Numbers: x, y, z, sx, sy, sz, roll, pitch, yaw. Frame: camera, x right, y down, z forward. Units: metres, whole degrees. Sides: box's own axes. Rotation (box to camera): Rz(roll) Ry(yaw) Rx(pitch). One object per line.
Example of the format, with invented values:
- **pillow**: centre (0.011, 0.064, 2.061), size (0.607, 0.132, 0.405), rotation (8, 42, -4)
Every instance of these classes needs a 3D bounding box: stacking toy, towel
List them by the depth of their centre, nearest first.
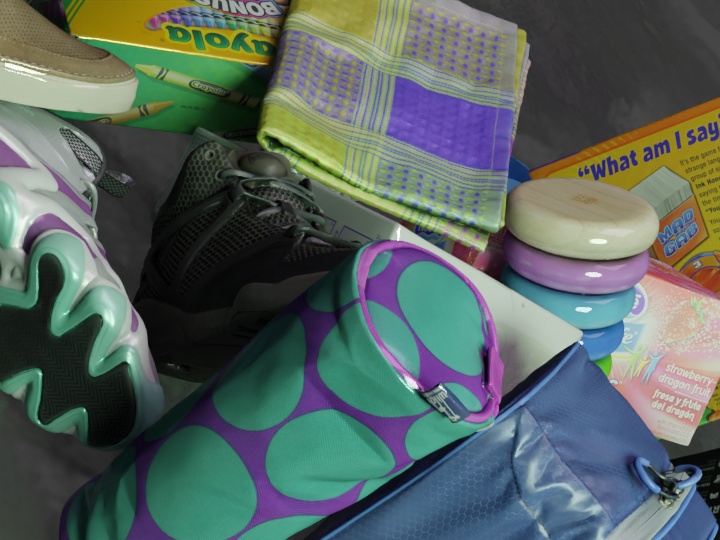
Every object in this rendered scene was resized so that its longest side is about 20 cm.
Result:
- **towel**: centre (0.022, -0.100, 1.025), size (0.143, 0.023, 0.200), rotation (23, 39, -7)
- **stacking toy**: centre (0.110, 0.054, 1.052), size (0.085, 0.200, 0.085), rotation (5, 22, -2)

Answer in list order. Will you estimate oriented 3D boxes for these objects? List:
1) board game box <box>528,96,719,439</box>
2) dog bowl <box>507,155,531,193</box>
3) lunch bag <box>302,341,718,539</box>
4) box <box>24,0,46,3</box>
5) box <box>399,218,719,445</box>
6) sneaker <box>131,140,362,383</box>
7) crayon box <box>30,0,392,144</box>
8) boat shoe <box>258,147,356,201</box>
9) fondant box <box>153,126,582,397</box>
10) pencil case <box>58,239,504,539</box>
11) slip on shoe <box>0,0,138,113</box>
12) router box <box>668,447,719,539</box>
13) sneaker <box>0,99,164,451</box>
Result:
- **board game box**: centre (0.261, -0.012, 1.312), size (0.200, 0.200, 0.200), rotation (70, 18, 4)
- **dog bowl**: centre (0.103, -0.005, 1.302), size (0.111, 0.050, 0.200), rotation (42, 25, -18)
- **lunch bag**: centre (0.071, 0.136, 0.872), size (0.132, 0.200, 0.136), rotation (54, 27, 2)
- **box**: centre (-0.155, -0.243, 1.006), size (0.200, 0.050, 0.198), rotation (55, 37, 9)
- **box**: centre (0.119, 0.025, 1.146), size (0.200, 0.095, 0.103), rotation (18, 10, -28)
- **sneaker**: centre (-0.038, -0.013, 0.869), size (0.076, 0.199, 0.114), rotation (17, 74, -34)
- **crayon box**: centre (-0.085, -0.134, 1.064), size (0.200, 0.058, 0.119), rotation (6, 43, -25)
- **boat shoe**: centre (-0.016, -0.075, 1.172), size (0.069, 0.071, 0.200), rotation (46, 24, -5)
- **fondant box**: centre (0.000, 0.000, 0.998), size (0.144, 0.058, 0.200), rotation (29, -2, -39)
- **pencil case**: centre (-0.033, 0.077, 0.778), size (0.092, 0.200, 0.085), rotation (43, 28, -15)
- **slip on shoe**: centre (-0.194, -0.125, 0.873), size (0.200, 0.061, 0.076), rotation (17, 10, -16)
- **router box**: centre (0.172, 0.171, 1.000), size (0.150, 0.200, 0.062), rotation (38, 55, -24)
- **sneaker**: centre (-0.137, -0.016, 0.878), size (0.200, 0.078, 0.140), rotation (53, 25, 4)
